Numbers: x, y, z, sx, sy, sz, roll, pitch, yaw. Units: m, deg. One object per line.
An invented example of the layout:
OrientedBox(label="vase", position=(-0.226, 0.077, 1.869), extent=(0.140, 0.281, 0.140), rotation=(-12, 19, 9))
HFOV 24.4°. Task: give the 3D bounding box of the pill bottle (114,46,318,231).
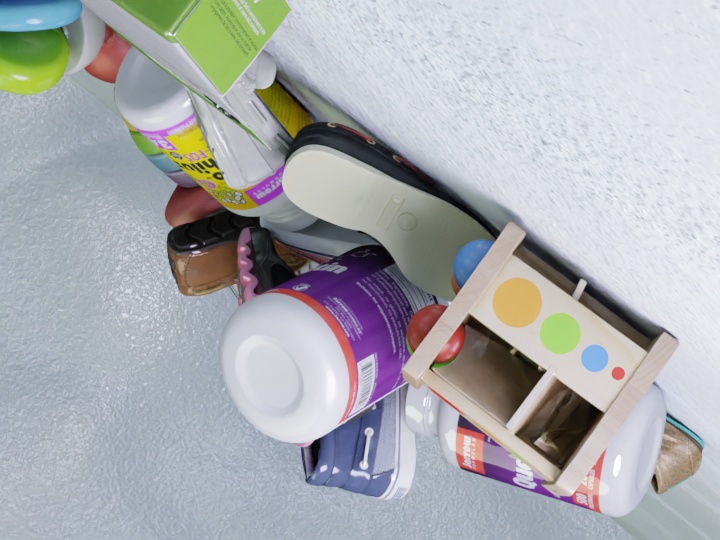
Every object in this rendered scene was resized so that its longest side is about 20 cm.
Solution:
OrientedBox(label="pill bottle", position=(-0.100, -0.112, 1.346), extent=(0.104, 0.104, 0.200), rotation=(34, 175, 45))

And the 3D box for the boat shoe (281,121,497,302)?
OrientedBox(label="boat shoe", position=(0.034, -0.044, 1.242), extent=(0.201, 0.074, 0.063), rotation=(31, -150, -12))

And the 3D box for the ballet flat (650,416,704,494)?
OrientedBox(label="ballet flat", position=(0.205, 0.125, 1.460), extent=(0.200, 0.072, 0.068), rotation=(38, 166, 11))

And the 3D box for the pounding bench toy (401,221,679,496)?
OrientedBox(label="pounding bench toy", position=(0.115, 0.064, 1.189), extent=(0.156, 0.124, 0.200), rotation=(36, 175, 6))

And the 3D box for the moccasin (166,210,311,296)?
OrientedBox(label="moccasin", position=(-0.074, -0.025, 1.515), extent=(0.074, 0.201, 0.078), rotation=(-126, 18, -50))

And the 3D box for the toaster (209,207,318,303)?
OrientedBox(label="toaster", position=(-0.077, -0.024, 1.626), extent=(0.200, 0.129, 0.114), rotation=(56, 173, -6))

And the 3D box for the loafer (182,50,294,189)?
OrientedBox(label="loafer", position=(-0.098, -0.146, 1.206), extent=(0.070, 0.070, 0.200), rotation=(59, 173, 43))

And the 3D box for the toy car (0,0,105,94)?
OrientedBox(label="toy car", position=(-0.298, -0.245, 1.363), extent=(0.200, 0.175, 0.150), rotation=(59, 138, 13))

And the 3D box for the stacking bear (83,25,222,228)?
OrientedBox(label="stacking bear", position=(-0.176, -0.158, 1.509), extent=(0.200, 0.113, 0.122), rotation=(52, -147, -27))

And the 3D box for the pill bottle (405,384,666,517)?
OrientedBox(label="pill bottle", position=(0.142, 0.123, 1.367), extent=(0.199, 0.113, 0.112), rotation=(14, 166, 23))

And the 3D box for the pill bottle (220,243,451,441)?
OrientedBox(label="pill bottle", position=(-0.008, 0.047, 1.280), extent=(0.112, 0.113, 0.200), rotation=(37, -145, 20))

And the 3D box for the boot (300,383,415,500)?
OrientedBox(label="boot", position=(-0.006, 0.098, 1.439), extent=(0.090, 0.073, 0.201), rotation=(13, -128, -25))

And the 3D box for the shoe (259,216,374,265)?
OrientedBox(label="shoe", position=(0.000, 0.000, 1.431), extent=(0.199, 0.071, 0.091), rotation=(15, 126, 29))

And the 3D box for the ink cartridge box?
OrientedBox(label="ink cartridge box", position=(-0.115, -0.171, 1.033), extent=(0.148, 0.076, 0.200), rotation=(37, 177, 20))

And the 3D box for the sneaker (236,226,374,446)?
OrientedBox(label="sneaker", position=(-0.045, 0.047, 1.396), extent=(0.079, 0.095, 0.201), rotation=(95, 156, -64))
